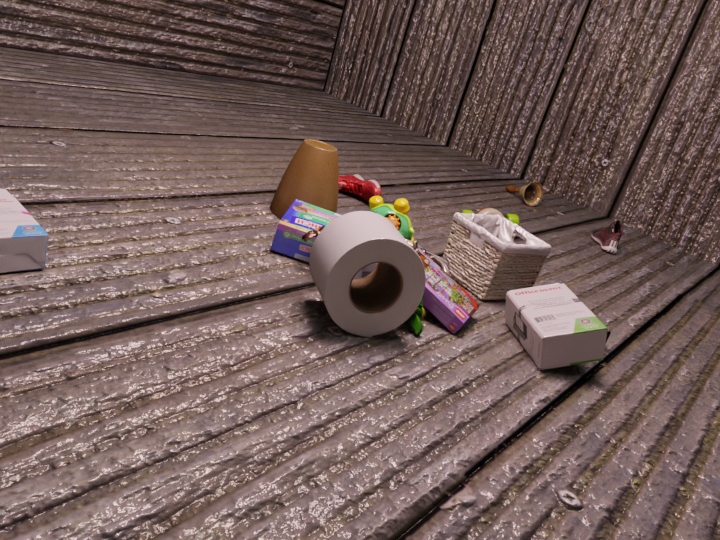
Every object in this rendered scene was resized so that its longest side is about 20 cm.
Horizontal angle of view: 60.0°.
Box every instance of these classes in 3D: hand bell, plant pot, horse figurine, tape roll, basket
[{"bbox_3d":[0.710,-0.356,2.776,0.103,0.106,0.200,7,13,-24],"label":"hand bell"},{"bbox_3d":[-0.131,-0.241,1.676,0.183,0.203,0.187,15,21,-6],"label":"plant pot"},{"bbox_3d":[-0.025,-0.063,1.353,0.197,0.051,0.132,21,20,17],"label":"horse figurine"},{"bbox_3d":[0.011,0.004,1.203,0.199,0.206,0.140,8,24,-22],"label":"tape roll"},{"bbox_3d":[0.345,-0.037,1.615,0.198,0.163,0.198,-1,28,-37],"label":"basket"}]

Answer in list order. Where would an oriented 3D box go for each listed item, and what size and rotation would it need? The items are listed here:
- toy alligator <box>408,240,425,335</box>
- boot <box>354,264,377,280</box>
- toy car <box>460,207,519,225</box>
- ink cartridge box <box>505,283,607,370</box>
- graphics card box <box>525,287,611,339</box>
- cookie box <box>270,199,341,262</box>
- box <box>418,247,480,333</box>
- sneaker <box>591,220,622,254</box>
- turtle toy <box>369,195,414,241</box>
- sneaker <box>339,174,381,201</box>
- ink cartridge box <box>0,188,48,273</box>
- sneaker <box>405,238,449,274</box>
[{"bbox_3d":[0.098,0.037,1.293,0.053,0.204,0.059,-10,-21,24],"label":"toy alligator"},{"bbox_3d":[0.000,0.000,1.385,0.198,0.075,0.095,12,6,-44],"label":"boot"},{"bbox_3d":[0.353,-0.113,1.841,0.161,0.161,0.200,4,12,-6],"label":"toy car"},{"bbox_3d":[0.418,0.117,1.356,0.143,0.085,0.201,-7,27,-7],"label":"ink cartridge box"},{"bbox_3d":[0.499,0.113,1.527,0.124,0.052,0.200,6,24,-25],"label":"graphics card box"},{"bbox_3d":[-0.107,-0.087,1.496,0.169,0.076,0.201,19,23,-2],"label":"cookie box"},{"bbox_3d":[0.166,0.039,1.379,0.200,0.039,0.136,44,28,10],"label":"box"},{"bbox_3d":[0.967,-0.148,2.415,0.074,0.117,0.201,15,22,-5],"label":"sneaker"},{"bbox_3d":[0.047,-0.107,1.608,0.197,0.148,0.101,10,40,29],"label":"turtle toy"},{"bbox_3d":[-0.022,-0.259,1.996,0.114,0.080,0.199,-6,18,-28],"label":"sneaker"},{"bbox_3d":[-0.631,-0.071,1.064,0.199,0.069,0.114,35,27,34],"label":"ink cartridge box"},{"bbox_3d":[0.128,-0.025,1.529,0.197,0.080,0.080,18,16,-5],"label":"sneaker"}]
